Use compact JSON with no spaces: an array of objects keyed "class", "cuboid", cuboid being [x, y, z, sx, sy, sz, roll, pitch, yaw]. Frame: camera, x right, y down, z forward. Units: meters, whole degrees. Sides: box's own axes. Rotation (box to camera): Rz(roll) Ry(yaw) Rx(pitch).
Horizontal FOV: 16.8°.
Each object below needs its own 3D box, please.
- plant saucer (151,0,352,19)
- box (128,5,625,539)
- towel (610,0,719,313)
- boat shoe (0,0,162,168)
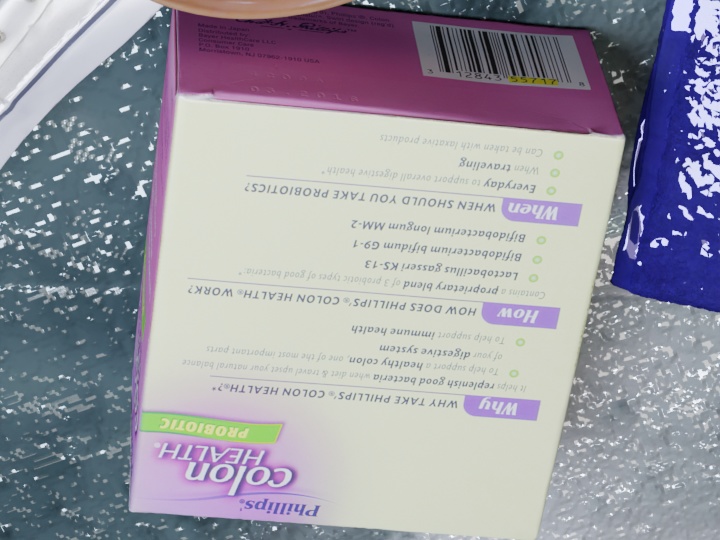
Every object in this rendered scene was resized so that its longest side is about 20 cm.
[{"class":"plant saucer","cuboid":[-0.022,-0.177,0.877,0.200,0.037,0.200,-15,142,-12]},{"class":"box","cuboid":[0.000,0.000,1.008,0.176,0.097,0.200,4,121,-7]},{"class":"towel","cuboid":[0.210,-0.040,0.986,0.200,0.050,0.148,15,113,12]},{"class":"boat shoe","cuboid":[-0.153,-0.086,0.957,0.200,0.071,0.070,-41,118,16]}]
